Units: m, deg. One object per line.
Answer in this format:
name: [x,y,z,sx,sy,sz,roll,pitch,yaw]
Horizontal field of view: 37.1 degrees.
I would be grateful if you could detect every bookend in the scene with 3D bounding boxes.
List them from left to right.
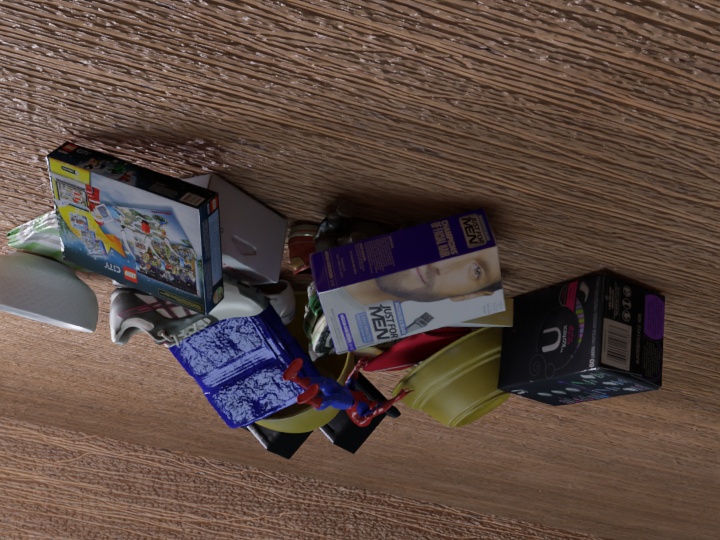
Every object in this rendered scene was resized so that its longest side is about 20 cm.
bookend: [-0.079,0.221,1.651,0.199,0.200,0.092,42,-178,33]

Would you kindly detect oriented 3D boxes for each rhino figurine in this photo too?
rhino figurine: [0.035,-0.021,1.237,0.198,0.061,0.087,18,156,-28]

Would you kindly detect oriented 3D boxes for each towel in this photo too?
towel: [-0.376,-0.033,1.443,0.148,0.031,0.199,24,157,-34]
towel: [-0.159,0.104,1.369,0.146,0.050,0.201,-29,114,10]

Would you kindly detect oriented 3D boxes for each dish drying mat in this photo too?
dish drying mat: [0.074,0.110,1.472,0.076,0.019,0.200,1,163,-24]

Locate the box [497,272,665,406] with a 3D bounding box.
box: [0.273,0.091,1.346,0.105,0.124,0.199,18,159,-25]

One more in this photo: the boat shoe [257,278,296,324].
boat shoe: [-0.186,0.026,1.488,0.197,0.071,0.071,10,135,11]

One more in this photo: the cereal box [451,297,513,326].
cereal box: [0.081,0.051,1.359,0.142,0.040,0.199,4,176,-27]

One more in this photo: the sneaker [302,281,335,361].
sneaker: [-0.046,0.054,1.338,0.076,0.090,0.200,-24,170,-16]

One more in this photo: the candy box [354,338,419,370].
candy box: [0.067,0.110,1.603,0.197,0.056,0.115,0,159,23]

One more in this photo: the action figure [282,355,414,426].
action figure: [-0.007,0.146,1.381,0.099,0.066,0.200,-40,149,8]

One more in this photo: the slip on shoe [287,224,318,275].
slip on shoe: [0.000,0.000,1.311,0.197,0.062,0.074,16,158,-25]

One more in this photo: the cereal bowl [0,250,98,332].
cereal bowl: [-0.472,0.026,1.554,0.197,0.085,0.200,14,170,3]

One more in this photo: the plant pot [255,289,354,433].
plant pot: [-0.092,0.151,1.533,0.197,0.203,0.143,3,148,17]

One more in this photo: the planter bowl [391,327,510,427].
planter bowl: [0.147,0.156,1.462,0.198,0.084,0.201,-28,161,-10]

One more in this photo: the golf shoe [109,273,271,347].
golf shoe: [-0.199,0.049,1.247,0.197,0.090,0.077,1,160,18]

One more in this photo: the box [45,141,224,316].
box: [-0.240,-0.046,1.148,0.197,0.038,0.138,20,131,21]

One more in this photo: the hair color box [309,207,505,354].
hair color box: [0.053,0.013,1.169,0.197,0.065,0.110,-16,137,0]

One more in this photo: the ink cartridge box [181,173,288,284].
ink cartridge box: [-0.204,-0.038,1.261,0.198,0.085,0.145,-5,157,36]
